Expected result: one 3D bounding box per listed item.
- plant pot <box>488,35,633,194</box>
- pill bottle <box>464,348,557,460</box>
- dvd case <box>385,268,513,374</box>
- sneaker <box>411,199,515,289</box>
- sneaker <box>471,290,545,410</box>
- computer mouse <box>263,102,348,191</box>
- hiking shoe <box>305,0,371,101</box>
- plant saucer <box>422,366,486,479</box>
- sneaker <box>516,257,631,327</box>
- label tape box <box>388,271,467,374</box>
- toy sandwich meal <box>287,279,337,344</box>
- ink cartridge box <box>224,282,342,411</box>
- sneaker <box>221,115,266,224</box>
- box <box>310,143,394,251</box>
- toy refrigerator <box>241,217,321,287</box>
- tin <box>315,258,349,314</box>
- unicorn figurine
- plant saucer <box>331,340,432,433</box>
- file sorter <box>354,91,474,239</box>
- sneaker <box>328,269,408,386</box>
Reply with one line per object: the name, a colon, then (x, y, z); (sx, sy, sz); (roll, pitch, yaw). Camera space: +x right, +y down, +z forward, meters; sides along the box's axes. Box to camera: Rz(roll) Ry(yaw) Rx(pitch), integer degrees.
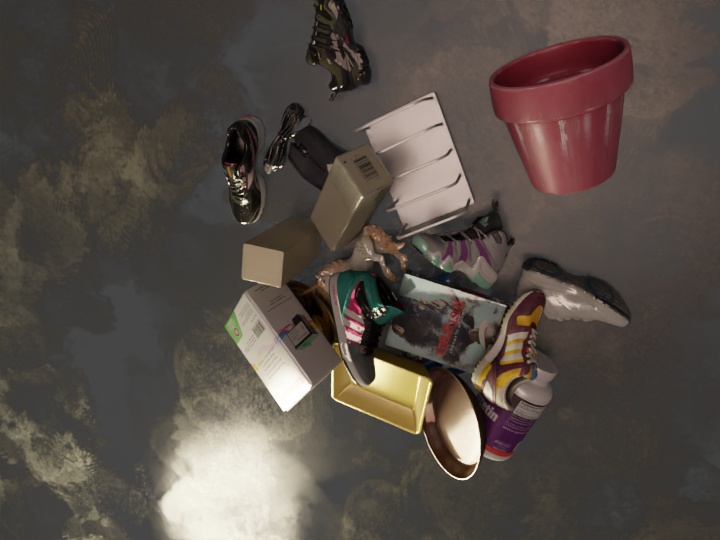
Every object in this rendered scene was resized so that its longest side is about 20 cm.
plant pot: (0.306, -0.225, 0.832); (0.197, 0.201, 0.181); (-12, 119, 19)
pill bottle: (0.273, 0.240, 1.017); (0.111, 0.112, 0.202); (28, 112, 6)
dvd case: (0.154, 0.096, 0.988); (0.197, 0.022, 0.148); (18, 110, 6)
sneaker: (0.185, -0.062, 0.941); (0.198, 0.078, 0.141); (20, 108, -38)
sneaker: (0.271, 0.134, 0.928); (0.090, 0.074, 0.202); (35, 102, 45)
computer mouse: (-0.083, -0.198, 1.018); (0.198, 0.053, 0.140); (34, 112, 4)
hiking shoe: (-0.060, -0.396, 0.937); (0.099, 0.076, 0.203); (-21, 101, 18)
plant saucer: (0.172, 0.276, 1.020); (0.034, 0.200, 0.204); (-7, 109, -23)
sneaker: (0.366, 0.050, 0.964); (0.197, 0.075, 0.088); (25, 124, 15)
label tape box: (0.144, 0.120, 1.044); (0.141, 0.066, 0.203); (-21, 98, 21)
toy sandwich meal: (-0.125, 0.120, 1.091); (0.202, 0.070, 0.209); (14, 113, 34)
ink cartridge box: (-0.143, 0.132, 1.006); (0.201, 0.083, 0.145); (52, 140, 8)
sneaker: (-0.231, -0.186, 1.047); (0.079, 0.086, 0.204); (6, 109, 16)
box: (-0.020, -0.117, 0.934); (0.083, 0.068, 0.200); (57, 154, 9)
toy refrigerator: (-0.137, -0.035, 1.004); (0.074, 0.200, 0.071); (11, 111, 11)
tin: (-0.033, 0.076, 1.097); (0.110, 0.042, 0.204); (4, 108, 11)
unicorn figurine: (0.000, 0.000, 1.010); (0.137, 0.074, 0.202); (36, 112, 12)
plant saucer: (0.041, 0.214, 1.073); (0.197, 0.049, 0.202); (19, 137, 14)
file sorter: (0.091, -0.175, 0.936); (0.137, 0.125, 0.203); (-19, 100, 20)
sneaker: (0.026, 0.091, 0.941); (0.119, 0.083, 0.204); (-12, 93, 27)
